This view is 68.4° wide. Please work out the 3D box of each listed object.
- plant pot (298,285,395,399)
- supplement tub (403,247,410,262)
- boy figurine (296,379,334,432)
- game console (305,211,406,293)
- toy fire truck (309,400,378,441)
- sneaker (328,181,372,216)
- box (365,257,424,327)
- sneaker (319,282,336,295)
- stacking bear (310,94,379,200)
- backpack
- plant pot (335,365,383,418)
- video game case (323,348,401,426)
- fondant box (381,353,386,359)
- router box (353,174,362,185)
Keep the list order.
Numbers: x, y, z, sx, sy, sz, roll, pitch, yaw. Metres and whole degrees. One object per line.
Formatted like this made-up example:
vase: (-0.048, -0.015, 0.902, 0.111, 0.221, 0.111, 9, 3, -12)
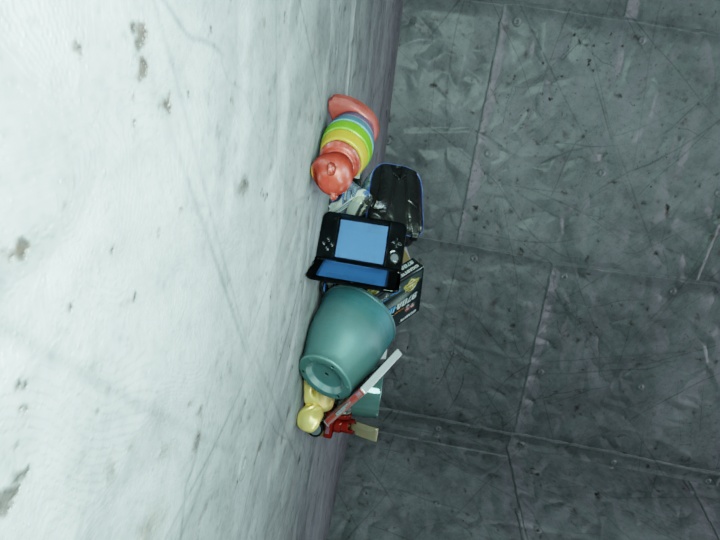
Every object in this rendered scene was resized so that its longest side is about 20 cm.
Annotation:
plant pot: (-0.041, 0.174, 1.198, 0.204, 0.194, 0.190, 95, 20, -44)
supplement tub: (0.072, 0.002, 1.523, 0.202, 0.139, 0.149, -72, 170, -60)
boy figurine: (-0.100, 0.291, 1.278, 0.124, 0.063, 0.206, 43, 49, -43)
game console: (-0.003, -0.043, 1.126, 0.117, 0.192, 0.183, 84, 16, -77)
toy fire truck: (-0.040, 0.378, 1.446, 0.129, 0.192, 0.183, -59, 158, -79)
sneaker: (-0.041, -0.132, 1.268, 0.076, 0.085, 0.202, -30, 159, -46)
box: (0.076, 0.080, 1.357, 0.197, 0.046, 0.163, -29, 138, -31)
sneaker: (-0.070, 0.080, 1.319, 0.112, 0.070, 0.209, -22, 107, -80)
stacking bear: (-0.035, -0.222, 1.006, 0.124, 0.109, 0.204, 94, 11, -47)
backpack: (0.079, -0.180, 1.469, 0.147, 0.176, 0.208, 143, -46, -66)
plant pot: (-0.028, 0.354, 1.611, 0.200, 0.188, 0.209, 8, 90, -87)
video game case: (0.003, 0.259, 1.166, 0.142, 0.017, 0.201, -39, 171, -42)
fondant box: (0.032, 0.154, 1.602, 0.200, 0.056, 0.150, -129, -136, -63)
router box: (-0.031, -0.188, 1.449, 0.150, 0.049, 0.207, 92, 7, -69)
